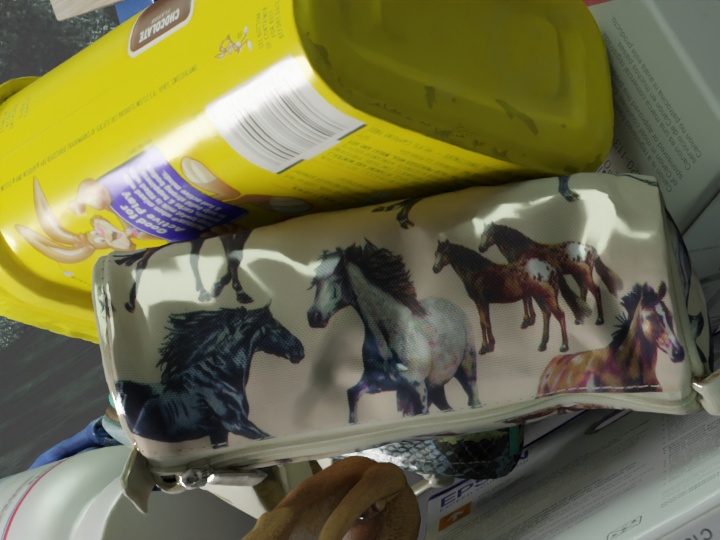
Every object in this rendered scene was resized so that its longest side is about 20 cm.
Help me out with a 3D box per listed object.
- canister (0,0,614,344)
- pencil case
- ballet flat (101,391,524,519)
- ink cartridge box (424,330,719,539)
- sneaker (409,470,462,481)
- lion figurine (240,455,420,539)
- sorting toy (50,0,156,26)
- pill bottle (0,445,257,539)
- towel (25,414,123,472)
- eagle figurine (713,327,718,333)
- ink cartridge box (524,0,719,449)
[{"bbox_3d":[-0.030,-0.043,0.869,0.148,0.087,0.200,15,-28,-38],"label":"canister"},{"bbox_3d":[0.017,0.022,0.810,0.199,0.090,0.078,-9,-23,6],"label":"pencil case"},{"bbox_3d":[-0.019,0.062,0.942,0.199,0.075,0.074,-11,20,46],"label":"ballet flat"},{"bbox_3d":[0.104,0.071,0.824,0.199,0.041,0.200,-31,7,12],"label":"ink cartridge box"},{"bbox_3d":[0.000,0.000,1.115,0.073,0.201,0.071,-29,-18,12],"label":"sneaker"},{"bbox_3d":[-0.019,0.111,0.867,0.122,0.073,0.200,-43,0,-39],"label":"lion figurine"},{"bbox_3d":[0.006,-0.125,1.042,0.198,0.070,0.200,-21,8,-31],"label":"sorting toy"},{"bbox_3d":[-0.113,0.132,1.073,0.109,0.109,0.200,-36,8,-30],"label":"pill bottle"},{"bbox_3d":[-0.049,0.073,1.200,0.199,0.024,0.147,-8,-8,-19],"label":"towel"},{"bbox_3d":[0.120,-0.018,1.023,0.199,0.151,0.152,-16,40,24],"label":"eagle figurine"},{"bbox_3d":[0.078,-0.041,0.927,0.082,0.147,0.200,-10,-30,-38],"label":"ink cartridge box"}]
